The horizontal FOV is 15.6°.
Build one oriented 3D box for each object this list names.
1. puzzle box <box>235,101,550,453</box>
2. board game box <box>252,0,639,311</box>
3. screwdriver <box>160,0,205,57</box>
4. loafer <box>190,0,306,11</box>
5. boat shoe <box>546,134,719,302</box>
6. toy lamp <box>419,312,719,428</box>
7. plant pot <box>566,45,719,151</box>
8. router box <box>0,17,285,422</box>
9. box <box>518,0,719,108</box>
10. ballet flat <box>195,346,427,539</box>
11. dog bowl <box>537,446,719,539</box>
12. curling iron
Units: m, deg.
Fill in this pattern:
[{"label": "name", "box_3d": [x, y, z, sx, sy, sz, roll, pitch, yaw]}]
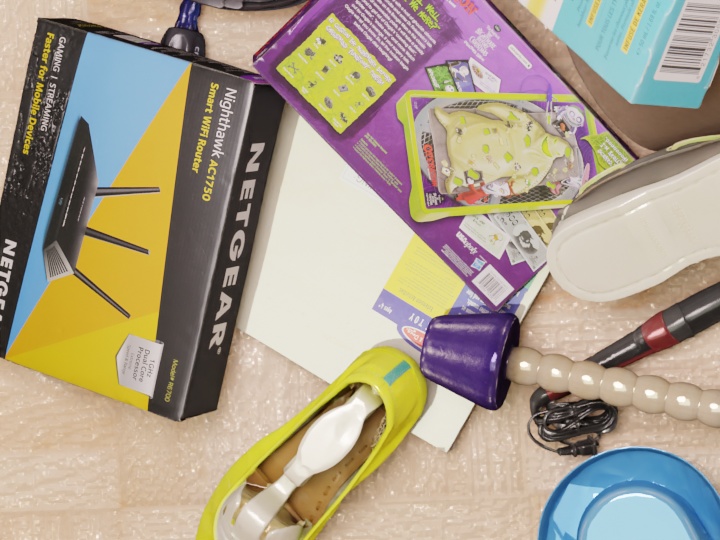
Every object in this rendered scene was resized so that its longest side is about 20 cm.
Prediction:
[{"label": "puzzle box", "box_3d": [0.000, 0.000, 1.531, 0.199, 0.025, 0.134, 31, 98, 7]}, {"label": "board game box", "box_3d": [0.050, -0.087, 1.462, 0.120, 0.032, 0.200, -41, 104, 14]}, {"label": "screwdriver", "box_3d": [-0.091, -0.180, 1.540, 0.029, 0.028, 0.202, 15, 91, -21]}, {"label": "loafer", "box_3d": [-0.117, -0.188, 1.495, 0.199, 0.063, 0.072, 20, 116, 25]}, {"label": "boat shoe", "box_3d": [0.195, -0.042, 1.406, 0.200, 0.060, 0.072, -17, 117, 24]}, {"label": "toy lamp", "box_3d": [0.131, 0.064, 1.465, 0.198, 0.058, 0.059, 14, 96, 14]}, {"label": "plant pot", "box_3d": [0.207, -0.150, 1.416, 0.174, 0.200, 0.201, -30, 88, 28]}, {"label": "router box", "box_3d": [-0.135, -0.032, 1.516, 0.148, 0.051, 0.202, 17, 102, 23]}, {"label": "box", "box_3d": [0.118, -0.169, 1.360, 0.200, 0.049, 0.083, 48, 127, 45]}, {"label": "ballet flat", "box_3d": [-0.039, 0.122, 1.509, 0.067, 0.067, 0.200, 43, 110, 3]}, {"label": "dog bowl", "box_3d": [0.179, 0.194, 1.501, 0.111, 0.050, 0.201, -27, 88, 11]}, {"label": "curling iron", "box_3d": [0.181, 0.041, 1.504, 0.199, 0.026, 0.050, -36, 108, 6]}]
